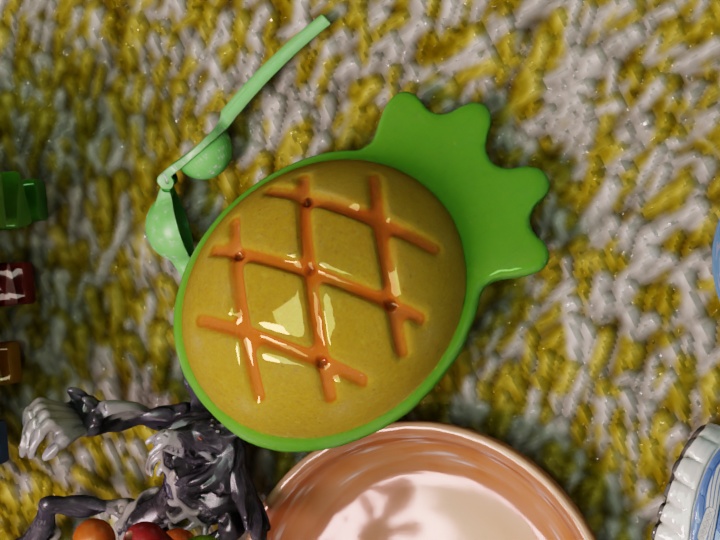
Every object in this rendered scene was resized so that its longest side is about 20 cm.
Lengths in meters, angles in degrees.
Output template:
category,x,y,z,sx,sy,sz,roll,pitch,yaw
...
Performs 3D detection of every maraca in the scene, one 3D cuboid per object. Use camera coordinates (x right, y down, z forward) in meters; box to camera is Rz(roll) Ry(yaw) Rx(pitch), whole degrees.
category,x,y,z,sx,sy,sz,roll,pitch,yaw
maraca,0.000,0.000,0.792,0.200,0.107,0.137,-39,78,-4

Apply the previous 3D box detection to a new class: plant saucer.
category,x,y,z,sx,sy,sz,roll,pitch,yaw
plant saucer,0.034,0.174,0.827,0.198,0.037,0.202,2,95,18

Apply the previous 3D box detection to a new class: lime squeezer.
category,x,y,z,sx,sy,sz,roll,pitch,yaw
lime squeezer,-0.073,-0.041,0.844,0.070,0.038,0.202,16,98,15

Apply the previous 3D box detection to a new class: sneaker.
category,x,y,z,sx,sy,sz,roll,pitch,yaw
sneaker,0.168,0.179,0.764,0.088,0.078,0.202,17,99,18

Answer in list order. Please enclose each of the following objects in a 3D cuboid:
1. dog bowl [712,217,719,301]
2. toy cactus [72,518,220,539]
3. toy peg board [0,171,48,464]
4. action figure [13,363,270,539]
category,x,y,z,sx,sy,sz,roll,pitch,yaw
dog bowl,0.230,0.036,0.711,0.111,0.050,0.201,-31,83,18
toy cactus,-0.087,0.194,0.766,0.201,0.164,0.103,-61,37,25
toy peg board,-0.215,0.033,0.818,0.097,0.200,0.201,-5,91,3
action figure,-0.122,0.123,0.832,0.200,0.102,0.119,-42,62,22
